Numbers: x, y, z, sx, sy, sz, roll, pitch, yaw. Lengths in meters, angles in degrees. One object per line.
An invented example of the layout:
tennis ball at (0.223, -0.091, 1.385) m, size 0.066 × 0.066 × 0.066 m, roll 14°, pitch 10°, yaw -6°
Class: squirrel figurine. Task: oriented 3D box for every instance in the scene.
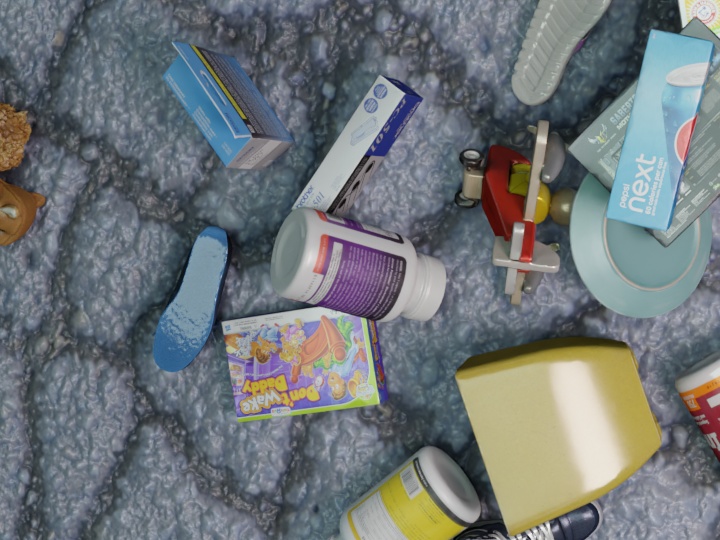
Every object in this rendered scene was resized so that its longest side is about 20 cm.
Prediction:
squirrel figurine at (-0.522, -0.132, 1.745) m, size 0.185 × 0.142 × 0.201 m, roll 25°, pitch 103°, yaw 7°

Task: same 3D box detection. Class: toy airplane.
toy airplane at (0.201, -0.064, 1.500) m, size 0.140 × 0.200 × 0.201 m, roll -5°, pitch 85°, yaw -11°

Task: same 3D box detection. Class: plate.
plate at (0.332, -0.045, 1.481) m, size 0.198 × 0.026 × 0.202 m, roll 0°, pitch 91°, yaw -22°

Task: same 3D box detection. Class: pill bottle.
pill bottle at (0.045, 0.320, 1.610) m, size 0.200 × 0.112 × 0.112 m, roll -41°, pitch 82°, yaw 16°
pill bottle at (0.000, 0.000, 1.562) m, size 0.199 × 0.111 × 0.112 m, roll 16°, pitch 100°, yaw -25°
pill bottle at (0.458, 0.187, 1.474) m, size 0.113 × 0.113 × 0.201 m, roll -32°, pitch 84°, yaw 16°

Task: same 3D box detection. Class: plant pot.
plant pot at (0.241, 0.171, 1.505) m, size 0.198 × 0.195 × 0.196 m, roll -20°, pitch 88°, yaw 11°

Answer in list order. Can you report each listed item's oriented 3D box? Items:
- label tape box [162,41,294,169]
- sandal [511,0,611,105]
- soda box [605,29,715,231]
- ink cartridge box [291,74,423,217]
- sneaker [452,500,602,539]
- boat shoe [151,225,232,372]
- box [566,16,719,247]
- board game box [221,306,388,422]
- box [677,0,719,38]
label tape box at (-0.174, -0.201, 1.597) m, size 0.066 × 0.200 × 0.144 m, roll -38°, pitch 83°, yaw 16°
sandal at (0.246, -0.294, 1.545) m, size 0.082 × 0.050 × 0.203 m, roll 44°, pitch 118°, yaw 25°
soda box at (0.316, -0.147, 1.352) m, size 0.067 × 0.064 × 0.202 m, roll 15°, pitch 101°, yaw 15°
ink cartridge box at (-0.003, -0.147, 1.604) m, size 0.044 × 0.094 × 0.201 m, roll 37°, pitch 103°, yaw 11°
sneaker at (0.197, 0.332, 1.566) m, size 0.199 × 0.108 × 0.071 m, roll -19°, pitch 89°, yaw 17°
boat shoe at (-0.210, 0.041, 1.697) m, size 0.084 × 0.069 × 0.201 m, roll 27°, pitch 96°, yaw 0°
box at (0.350, -0.150, 1.401) m, size 0.158 × 0.051 × 0.200 m, roll 45°, pitch 106°, yaw 7°
board game box at (-0.072, 0.117, 1.667) m, size 0.198 × 0.045 × 0.136 m, roll -10°, pitch 91°, yaw 17°
box at (0.425, -0.220, 1.457) m, size 0.100 × 0.112 × 0.202 m, roll -8°, pitch 93°, yaw 17°
